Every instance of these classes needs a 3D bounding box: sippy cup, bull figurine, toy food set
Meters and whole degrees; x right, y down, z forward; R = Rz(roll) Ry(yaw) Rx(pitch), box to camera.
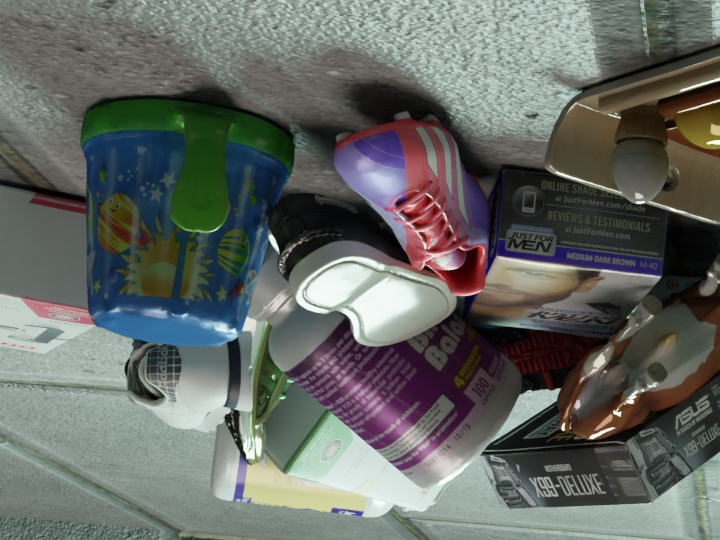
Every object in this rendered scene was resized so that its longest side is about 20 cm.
[{"bbox_3d":[-0.114,-0.024,1.336,0.139,0.131,0.178,0,165,23],"label":"sippy cup"},{"bbox_3d":[0.213,0.044,1.430,0.065,0.200,0.122,47,151,12],"label":"bull figurine"},{"bbox_3d":[0.216,-0.065,1.167,0.143,0.061,0.200,15,164,-32],"label":"toy food set"}]

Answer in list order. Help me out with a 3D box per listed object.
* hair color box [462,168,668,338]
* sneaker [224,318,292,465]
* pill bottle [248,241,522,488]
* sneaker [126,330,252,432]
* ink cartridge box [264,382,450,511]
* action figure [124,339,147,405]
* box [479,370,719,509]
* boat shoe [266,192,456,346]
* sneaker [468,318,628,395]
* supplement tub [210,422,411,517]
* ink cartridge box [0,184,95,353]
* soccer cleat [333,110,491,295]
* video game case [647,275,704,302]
[{"bbox_3d":[0.133,-0.007,1.441,0.109,0.065,0.200,7,165,-1],"label":"hair color box"},{"bbox_3d":[-0.059,0.061,1.616,0.088,0.201,0.077,-5,-147,-18],"label":"sneaker"},{"bbox_3d":[0.007,0.051,1.506,0.200,0.112,0.112,41,158,-10],"label":"pill bottle"},{"bbox_3d":[-0.134,0.076,1.563,0.080,0.077,0.200,-2,169,-16],"label":"sneaker"},{"bbox_3d":[0.017,0.103,1.738,0.200,0.146,0.088,23,-163,-50],"label":"ink cartridge box"},{"bbox_3d":[-0.139,0.057,1.753,0.118,0.102,0.200,14,163,-13],"label":"action figure"},{"bbox_3d":[0.206,0.102,1.523,0.200,0.050,0.157,-29,-170,-34],"label":"box"},{"bbox_3d":[0.000,0.000,1.374,0.074,0.060,0.200,-36,156,17],"label":"boat shoe"},{"bbox_3d":[0.107,0.068,1.614,0.199,0.080,0.096,-9,178,14],"label":"sneaker"},{"bbox_3d":[-0.033,0.150,1.989,0.199,0.146,0.145,7,167,-4],"label":"supplement tub"},{"bbox_3d":[-0.272,-0.001,1.607,0.145,0.085,0.200,12,167,-21],"label":"ink cartridge box"},{"bbox_3d":[0.039,-0.039,1.298,0.066,0.077,0.200,-18,164,13],"label":"soccer cleat"},{"bbox_3d":[0.202,0.028,1.648,0.199,0.018,0.143,2,165,17],"label":"video game case"}]
